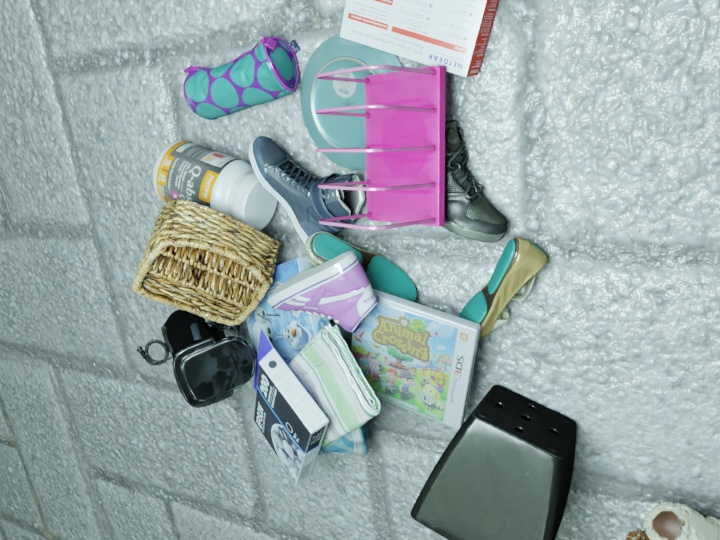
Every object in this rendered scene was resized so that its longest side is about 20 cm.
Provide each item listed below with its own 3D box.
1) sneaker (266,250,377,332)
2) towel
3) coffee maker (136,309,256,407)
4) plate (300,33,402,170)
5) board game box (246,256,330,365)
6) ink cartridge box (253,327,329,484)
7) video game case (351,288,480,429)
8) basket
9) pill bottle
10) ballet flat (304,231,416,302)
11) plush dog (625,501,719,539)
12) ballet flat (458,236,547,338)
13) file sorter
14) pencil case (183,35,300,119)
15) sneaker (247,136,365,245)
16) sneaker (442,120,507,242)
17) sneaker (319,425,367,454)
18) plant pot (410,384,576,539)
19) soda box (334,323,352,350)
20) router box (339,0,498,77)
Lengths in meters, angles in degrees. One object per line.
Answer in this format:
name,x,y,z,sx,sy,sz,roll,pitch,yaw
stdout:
sneaker,-0.058,0.054,0.966,0.199,0.073,0.115,-19,107,45
towel,-0.056,0.187,0.990,0.151,0.030,0.200,59,141,12
coffee maker,-0.294,0.156,1.154,0.192,0.200,0.135,-42,115,-3
plate,-0.014,-0.247,0.952,0.197,0.025,0.204,14,117,28
board game box,-0.128,0.094,1.106,0.198,0.043,0.203,-18,84,48
ink cartridge box,-0.136,0.229,1.066,0.201,0.043,0.200,50,146,26
video game case,0.075,0.133,0.974,0.197,0.022,0.185,18,120,23
basket,-0.241,-0.006,1.025,0.198,0.152,0.142,25,162,-28
pill bottle,-0.246,-0.142,1.088,0.197,0.116,0.118,21,120,24
ballet flat,0.000,0.000,1.015,0.198,0.068,0.062,32,157,-8
plush dog,0.469,0.422,0.881,0.202,0.158,0.173,65,148,28
ballet flat,0.201,0.044,0.918,0.062,0.069,0.202,19,127,-11
file sorter,0.019,-0.159,0.834,0.138,0.124,0.204,10,105,46
pencil case,-0.188,-0.301,1.002,0.197,0.085,0.093,-8,122,34
sneaker,-0.079,-0.145,0.995,0.145,0.077,0.204,-24,106,48
sneaker,0.130,-0.127,0.878,0.199,0.076,0.115,41,133,18
sneaker,-0.055,0.269,1.096,0.128,0.081,0.202,-4,143,2
plant pot,0.215,0.291,0.942,0.197,0.199,0.181,22,109,23
soda box,-0.017,0.123,1.081,0.063,0.071,0.202,35,125,13
router box,0.080,-0.368,0.820,0.198,0.049,0.182,25,119,21
